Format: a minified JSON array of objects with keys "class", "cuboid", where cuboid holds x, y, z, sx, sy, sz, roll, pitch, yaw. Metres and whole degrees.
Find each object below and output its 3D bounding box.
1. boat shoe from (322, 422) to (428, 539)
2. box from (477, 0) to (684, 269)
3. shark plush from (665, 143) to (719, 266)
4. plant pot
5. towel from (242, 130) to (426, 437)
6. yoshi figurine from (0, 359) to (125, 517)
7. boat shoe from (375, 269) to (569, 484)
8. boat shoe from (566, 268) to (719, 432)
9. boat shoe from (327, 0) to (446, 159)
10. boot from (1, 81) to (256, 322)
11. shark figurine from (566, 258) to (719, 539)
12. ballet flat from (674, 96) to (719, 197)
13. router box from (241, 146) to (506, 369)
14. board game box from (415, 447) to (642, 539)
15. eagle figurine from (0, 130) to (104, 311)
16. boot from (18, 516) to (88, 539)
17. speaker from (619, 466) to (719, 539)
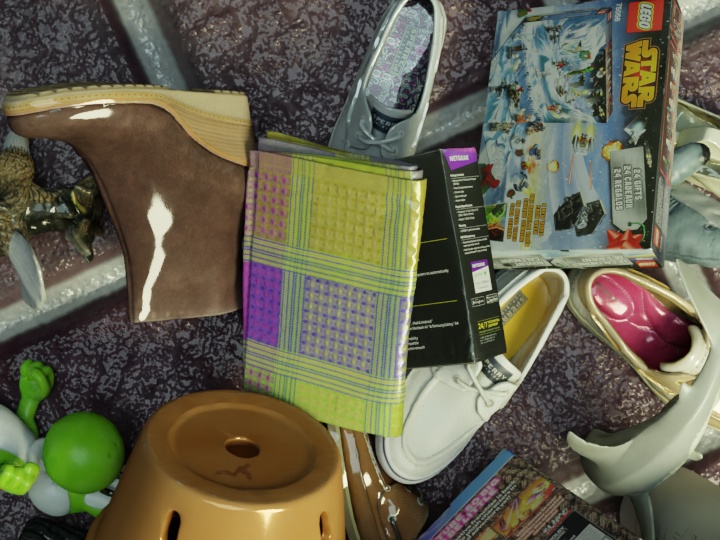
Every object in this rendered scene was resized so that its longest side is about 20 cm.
[{"class":"boat shoe","cuboid":[0.017,0.184,0.986,0.068,0.072,0.201,-13,100,-2]},{"class":"box","cuboid":[0.157,-0.100,0.934,0.137,0.040,0.201,0,70,28]},{"class":"shark plush","cuboid":[0.180,-0.041,0.948,0.199,0.091,0.083,9,49,13]},{"class":"plant pot","cuboid":[-0.092,0.177,0.900,0.199,0.200,0.140,14,116,1]},{"class":"towel","cuboid":[-0.022,0.010,0.906,0.143,0.023,0.201,12,106,30]},{"class":"yoshi figurine","cuboid":[-0.258,0.125,0.972,0.199,0.112,0.113,20,84,-2]},{"class":"boat shoe","cuboid":[0.087,0.073,0.952,0.071,0.070,0.200,44,74,-9]},{"class":"boat shoe","cuboid":[0.241,0.062,0.974,0.200,0.069,0.074,34,92,1]},{"class":"boat shoe","cuboid":[0.021,-0.118,0.978,0.072,0.069,0.201,24,92,1]},{"class":"boot","cuboid":[-0.154,-0.045,0.892,0.200,0.072,0.167,-3,99,-41]},{"class":"shark figurine","cuboid":[0.192,0.105,0.891,0.089,0.128,0.215,16,135,-12]},{"class":"ballet flat","cuboid":[0.240,-0.105,0.975,0.199,0.069,0.070,21,91,1]},{"class":"router box","cuboid":[0.000,0.000,0.941,0.200,0.051,0.150,-8,91,35]},{"class":"board game box","cuboid":[0.113,0.235,0.879,0.159,0.200,0.097,-44,109,-7]},{"class":"eagle figurine","cuboid":[-0.288,-0.070,0.964,0.199,0.151,0.152,16,101,-9]},{"class":"boot","cuboid":[-0.188,0.280,0.935,0.157,0.211,0.080,9,130,-9]},{"class":"speaker","cuboid":[0.246,0.194,0.911,0.081,0.200,0.082,0,91,-4]}]
